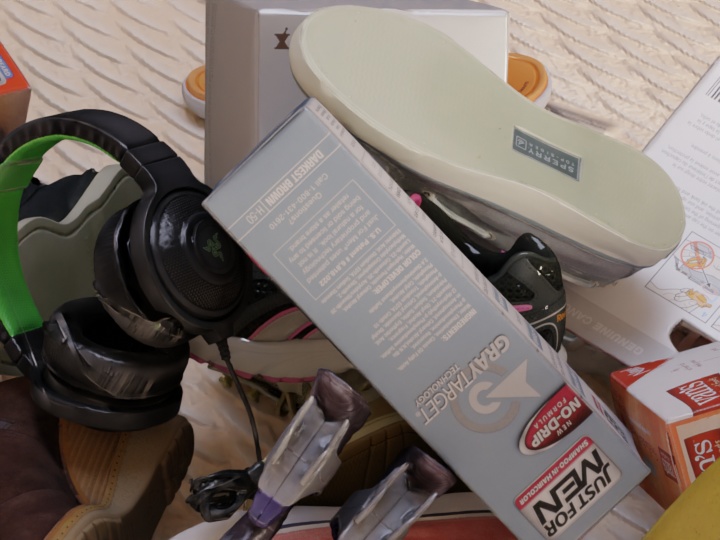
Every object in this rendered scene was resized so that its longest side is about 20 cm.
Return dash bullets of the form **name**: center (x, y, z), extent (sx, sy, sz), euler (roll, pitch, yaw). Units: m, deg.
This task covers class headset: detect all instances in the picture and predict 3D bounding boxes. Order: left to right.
- **headset**: center (-0.099, 0.023, 1.262), extent (0.200, 0.124, 0.094), euler (46, 34, 18)

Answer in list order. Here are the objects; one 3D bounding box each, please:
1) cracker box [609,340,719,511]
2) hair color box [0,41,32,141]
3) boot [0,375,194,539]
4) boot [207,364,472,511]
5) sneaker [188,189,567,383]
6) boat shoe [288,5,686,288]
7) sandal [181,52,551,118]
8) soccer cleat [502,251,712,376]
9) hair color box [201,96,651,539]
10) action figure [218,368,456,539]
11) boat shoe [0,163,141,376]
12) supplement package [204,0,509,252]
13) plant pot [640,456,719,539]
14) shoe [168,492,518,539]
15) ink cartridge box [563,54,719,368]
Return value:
- **cracker box**: center (0.215, 0.049, 1.260), extent (0.200, 0.058, 0.134), euler (-17, 8, -4)
- **hair color box**: center (-0.266, -0.048, 1.454), extent (0.200, 0.111, 0.064), euler (-17, 54, -29)
- **boot**: center (-0.177, 0.108, 1.286), extent (0.166, 0.072, 0.200), euler (6, 30, 16)
- **boot**: center (-0.022, 0.058, 1.368), extent (0.155, 0.072, 0.200), euler (28, 34, 30)
- **sneaker**: center (0.000, 0.000, 1.316), extent (0.200, 0.086, 0.080), euler (10, 26, 8)
- **boat shoe**: center (0.047, -0.046, 1.336), extent (0.201, 0.072, 0.070), euler (27, 50, -18)
- **sandal**: center (0.007, -0.113, 1.642), extent (0.206, 0.059, 0.079), euler (-2, 34, -10)
- **soccer cleat**: center (0.137, 0.022, 1.442), extent (0.200, 0.070, 0.086), euler (-2, 33, -10)
- **hair color box**: center (0.026, 0.022, 1.221), extent (0.200, 0.061, 0.099), euler (46, 5, -4)
- **action figure**: center (-0.052, 0.136, 1.170), extent (0.130, 0.200, 0.069), euler (39, -7, -5)
- **boat shoe**: center (-0.167, -0.003, 1.437), extent (0.066, 0.075, 0.199), euler (0, 25, 18)
- **supplement package**: center (-0.007, -0.075, 1.463), extent (0.121, 0.120, 0.200), euler (0, 8, -9)
- **plant pot**: center (0.216, 0.147, 1.128), extent (0.200, 0.177, 0.200), euler (-7, 46, -18)
- **shoe**: center (0.001, 0.145, 1.234), extent (0.200, 0.072, 0.091), euler (-7, 29, -26)
- **ink cartridge box**: center (0.204, 0.009, 1.393), extent (0.200, 0.045, 0.176), euler (32, 68, 24)
